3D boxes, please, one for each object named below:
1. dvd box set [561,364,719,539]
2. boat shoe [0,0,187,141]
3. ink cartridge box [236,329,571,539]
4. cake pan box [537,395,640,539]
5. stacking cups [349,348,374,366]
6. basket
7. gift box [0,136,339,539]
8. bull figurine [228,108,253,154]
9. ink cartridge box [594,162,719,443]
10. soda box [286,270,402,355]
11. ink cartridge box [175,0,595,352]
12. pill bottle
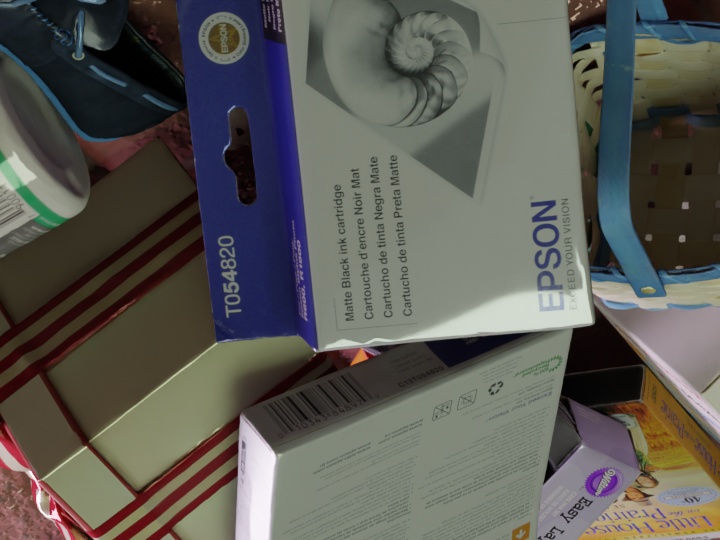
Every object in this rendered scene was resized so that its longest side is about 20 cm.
[{"bbox_3d":[0.166,0.130,1.620,0.146,0.030,0.200,-9,145,29],"label":"dvd box set"},{"bbox_3d":[-0.147,-0.140,1.231,0.068,0.085,0.200,-10,155,18],"label":"boat shoe"},{"bbox_3d":[0.021,0.125,1.351,0.199,0.041,0.201,-21,137,-27],"label":"ink cartridge box"},{"bbox_3d":[0.051,0.138,1.519,0.184,0.052,0.200,27,120,-28],"label":"cake pan box"},{"bbox_3d":[-0.002,0.095,1.549,0.060,0.061,0.200,11,125,-30],"label":"stacking cups"},{"bbox_3d":[0.161,-0.066,1.338,0.138,0.177,0.200,1,155,14],"label":"basket"},{"bbox_3d":[-0.124,0.062,1.373,0.186,0.200,0.185,-38,133,-3],"label":"gift box"},{"bbox_3d":[0.008,-0.092,1.343,0.199,0.065,0.121,24,121,-37],"label":"bull figurine"},{"bbox_3d":[0.246,0.036,1.497,0.125,0.129,0.200,-46,134,0],"label":"ink cartridge box"},{"bbox_3d":[0.000,0.000,1.351,0.064,0.070,0.200,-62,174,-7],"label":"soda box"},{"bbox_3d":[0.012,-0.062,1.208,0.199,0.041,0.201,-6,102,4],"label":"ink cartridge box"},{"bbox_3d":[-0.253,-0.034,1.269,0.199,0.113,0.113,-29,137,10],"label":"pill bottle"}]
